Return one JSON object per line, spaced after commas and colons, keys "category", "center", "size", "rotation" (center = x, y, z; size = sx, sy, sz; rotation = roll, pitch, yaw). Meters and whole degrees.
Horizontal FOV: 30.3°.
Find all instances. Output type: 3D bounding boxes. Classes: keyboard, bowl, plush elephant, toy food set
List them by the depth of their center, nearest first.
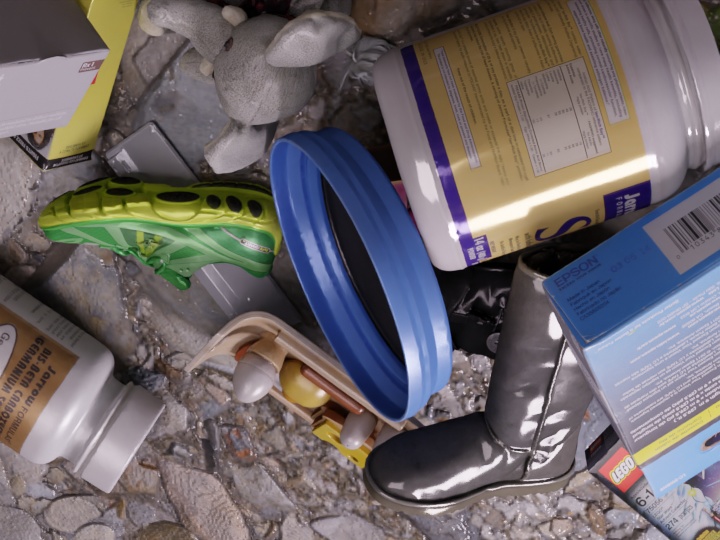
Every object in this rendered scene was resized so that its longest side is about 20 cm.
{"category": "plush elephant", "center": [-0.072, -0.159, 0.876], "size": [0.199, 0.155, 0.165], "rotation": [35, 124, -4]}
{"category": "bowl", "center": [0.000, 0.000, 0.881], "size": [0.039, 0.200, 0.203], "rotation": [-23, 117, -15]}
{"category": "toy food set", "center": [-0.043, 0.116, 1.048], "size": [0.199, 0.061, 0.143], "rotation": [37, 157, -5]}
{"category": "keyboard", "center": [-0.125, -0.026, 1.065], "size": [0.056, 0.011, 0.201], "rotation": [-29, 108, 25]}

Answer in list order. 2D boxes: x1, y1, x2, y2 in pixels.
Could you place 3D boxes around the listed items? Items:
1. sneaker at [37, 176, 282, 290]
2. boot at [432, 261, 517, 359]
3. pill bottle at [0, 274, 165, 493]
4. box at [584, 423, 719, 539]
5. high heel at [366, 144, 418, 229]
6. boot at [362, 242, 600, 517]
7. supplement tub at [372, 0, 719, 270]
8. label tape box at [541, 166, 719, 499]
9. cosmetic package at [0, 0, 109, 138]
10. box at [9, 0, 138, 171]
{"category": "sneaker", "center": [-0.157, -0.024, 1.025], "size": [0.197, 0.074, 0.085], "rotation": [4, 114, 11]}
{"category": "boot", "center": [0.115, 0.062, 1.009], "size": [0.197, 0.066, 0.166], "rotation": [8, 135, 2]}
{"category": "pill bottle", "center": [-0.270, 0.096, 1.121], "size": [0.199, 0.115, 0.115], "rotation": [34, 124, -4]}
{"category": "box", "center": [0.278, 0.111, 0.959], "size": [0.136, 0.040, 0.201], "rotation": [38, 107, -6]}
{"category": "high heel", "center": [0.092, -0.057, 0.959], "size": [0.197, 0.068, 0.096], "rotation": [3, 154, 10]}
{"category": "boot", "center": [0.098, 0.076, 0.918], "size": [0.179, 0.073, 0.202], "rotation": [-9, 138, -20]}
{"category": "supplement tub", "center": [0.119, -0.096, 0.835], "size": [0.197, 0.146, 0.147], "rotation": [-18, 115, 5]}
{"category": "label tape box", "center": [0.214, 0.045, 0.866], "size": [0.143, 0.064, 0.201], "rotation": [-32, 137, 1]}
{"category": "cosmetic package", "center": [-0.274, -0.190, 0.912], "size": [0.090, 0.106, 0.201], "rotation": [-45, 72, 39]}
{"category": "box", "center": [-0.211, -0.175, 0.966], "size": [0.075, 0.050, 0.201], "rotation": [43, 128, 21]}
